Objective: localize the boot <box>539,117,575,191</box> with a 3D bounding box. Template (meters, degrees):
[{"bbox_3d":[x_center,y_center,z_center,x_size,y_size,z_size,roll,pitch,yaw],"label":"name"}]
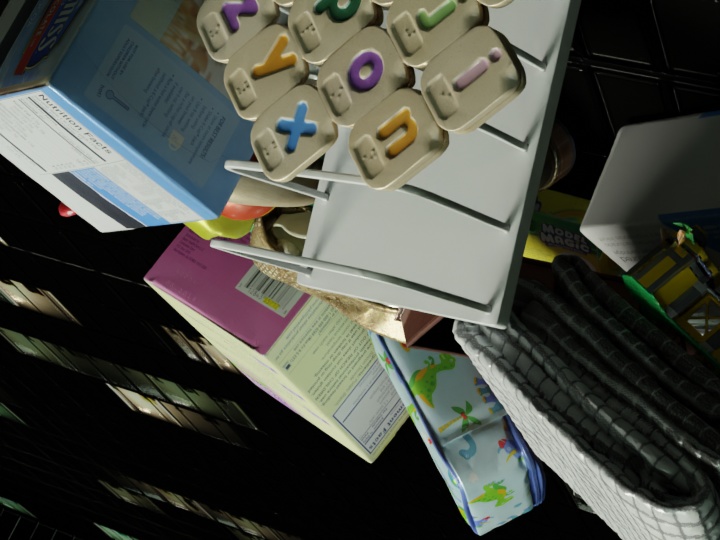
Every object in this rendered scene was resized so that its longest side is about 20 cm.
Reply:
[{"bbox_3d":[0.034,-0.066,1.099,0.200,0.097,0.075,-1,116,42],"label":"boot"}]

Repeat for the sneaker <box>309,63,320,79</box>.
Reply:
[{"bbox_3d":[-0.118,-0.151,1.154,0.200,0.081,0.146,23,179,-26],"label":"sneaker"}]

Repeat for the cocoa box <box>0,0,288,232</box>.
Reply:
[{"bbox_3d":[-0.119,-0.141,0.973,0.133,0.200,0.131,39,155,-30],"label":"cocoa box"}]

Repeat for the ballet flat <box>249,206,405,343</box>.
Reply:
[{"bbox_3d":[0.000,0.000,1.236,0.200,0.071,0.065,19,148,21],"label":"ballet flat"}]

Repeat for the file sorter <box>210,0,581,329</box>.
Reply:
[{"bbox_3d":[0.014,-0.085,0.908,0.139,0.200,0.125,11,178,34],"label":"file sorter"}]

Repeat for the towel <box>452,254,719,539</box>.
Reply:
[{"bbox_3d":[0.160,0.097,0.938,0.200,0.086,0.166,44,173,42],"label":"towel"}]

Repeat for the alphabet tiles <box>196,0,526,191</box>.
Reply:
[{"bbox_3d":[0.005,-0.143,0.839,0.196,0.200,0.015,-38,153,25],"label":"alphabet tiles"}]

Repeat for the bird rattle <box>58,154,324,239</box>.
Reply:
[{"bbox_3d":[-0.107,-0.077,1.163,0.163,0.113,0.200,8,-179,17],"label":"bird rattle"}]

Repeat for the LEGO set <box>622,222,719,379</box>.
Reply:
[{"bbox_3d":[0.243,0.040,0.935,0.154,0.116,0.200,45,171,43],"label":"LEGO set"}]

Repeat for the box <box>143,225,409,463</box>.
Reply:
[{"bbox_3d":[-0.061,0.053,1.468,0.176,0.097,0.200,29,166,42],"label":"box"}]

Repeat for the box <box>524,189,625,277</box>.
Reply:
[{"bbox_3d":[0.138,-0.007,1.219,0.117,0.048,0.200,17,161,22],"label":"box"}]

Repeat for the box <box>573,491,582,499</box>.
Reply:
[{"bbox_3d":[0.278,0.189,1.535,0.160,0.044,0.200,19,159,16],"label":"box"}]

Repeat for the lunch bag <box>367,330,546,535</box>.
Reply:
[{"bbox_3d":[0.074,0.101,1.316,0.200,0.082,0.161,62,176,27],"label":"lunch bag"}]

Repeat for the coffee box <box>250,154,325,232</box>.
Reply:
[{"bbox_3d":[-0.053,-0.060,1.318,0.200,0.044,0.123,21,159,12],"label":"coffee box"}]

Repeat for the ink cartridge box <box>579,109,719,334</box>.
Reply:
[{"bbox_3d":[0.258,-0.009,1.018,0.200,0.084,0.145,38,155,-29],"label":"ink cartridge box"}]

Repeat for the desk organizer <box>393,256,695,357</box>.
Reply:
[{"bbox_3d":[0.131,0.046,1.100,0.200,0.077,0.072,11,124,-15],"label":"desk organizer"}]
